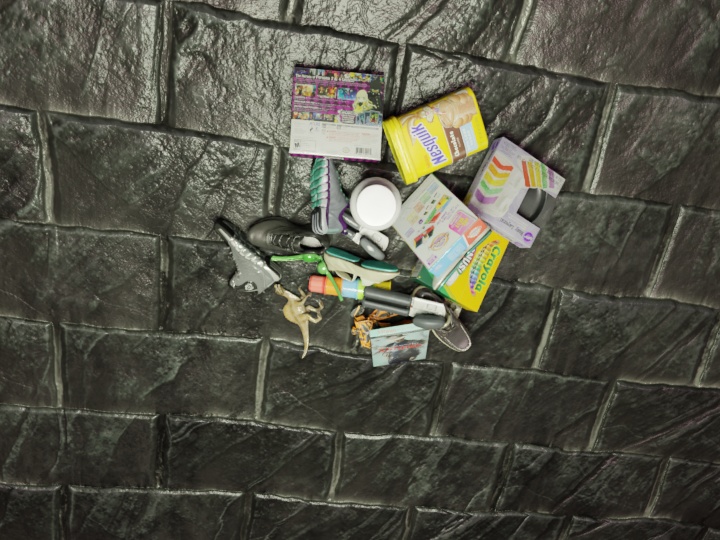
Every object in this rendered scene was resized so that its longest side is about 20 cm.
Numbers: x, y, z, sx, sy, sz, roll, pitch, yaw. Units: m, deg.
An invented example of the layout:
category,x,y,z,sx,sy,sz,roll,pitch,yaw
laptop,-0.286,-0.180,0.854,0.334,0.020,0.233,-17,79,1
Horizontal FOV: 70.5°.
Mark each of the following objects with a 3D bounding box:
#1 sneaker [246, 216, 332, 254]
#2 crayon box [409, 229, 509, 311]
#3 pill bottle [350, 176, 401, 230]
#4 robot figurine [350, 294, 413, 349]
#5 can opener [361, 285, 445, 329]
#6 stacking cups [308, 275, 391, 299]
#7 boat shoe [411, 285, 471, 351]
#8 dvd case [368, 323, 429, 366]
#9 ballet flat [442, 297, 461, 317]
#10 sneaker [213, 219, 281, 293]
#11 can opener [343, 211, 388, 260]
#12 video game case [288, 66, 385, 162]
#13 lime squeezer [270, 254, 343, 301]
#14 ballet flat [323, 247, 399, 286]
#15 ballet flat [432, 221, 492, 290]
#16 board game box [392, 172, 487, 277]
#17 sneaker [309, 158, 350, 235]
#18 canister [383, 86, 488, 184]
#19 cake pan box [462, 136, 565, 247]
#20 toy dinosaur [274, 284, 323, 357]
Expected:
category,x,y,z,sx,sy,sz,roll,pitch,yaw
sneaker,-0.164,-0.076,1.175,0.197,0.091,0.077,2,111,-4
crayon box,0.237,-0.032,1.204,0.171,0.058,0.202,27,84,-13
pill bottle,0.033,-0.144,1.098,0.110,0.200,0.113,0,100,1
robot figurine,0.071,0.130,1.285,0.198,0.058,0.147,-17,108,2
can opener,0.098,0.087,1.167,0.197,0.067,0.054,12,118,6
stacking cups,-0.026,0.045,1.235,0.197,0.061,0.061,5,110,1
boat shoe,0.198,0.123,1.223,0.072,0.065,0.201,-37,100,5
dvd case,0.096,0.186,1.265,0.144,0.022,0.201,-8,148,-2
ballet flat,0.242,0.072,1.275,0.075,0.064,0.202,12,109,-15
sneaker,-0.291,-0.016,1.197,0.115,0.075,0.200,-41,109,13
can opener,-0.019,-0.099,1.195,0.199,0.067,0.053,33,103,-9
video game case,-0.050,-0.331,1.090,0.197,0.036,0.184,3,90,-6
lime squeezer,-0.110,-0.006,1.209,0.199,0.071,0.038,31,141,6
ballet flat,0.000,0.000,1.195,0.198,0.069,0.070,19,112,26
ballet flat,0.212,-0.042,1.141,0.200,0.069,0.070,-46,109,-14
board game box,0.165,-0.105,1.134,0.153,0.201,0.040,-46,135,13
sneaker,-0.064,-0.179,1.149,0.087,0.074,0.203,4,87,-30
canister,0.165,-0.298,1.122,0.198,0.087,0.150,-23,111,3
cake pan box,0.352,-0.175,1.175,0.199,0.052,0.186,30,90,-15
toy dinosaur,-0.143,0.109,1.273,0.100,0.058,0.202,-18,104,18
